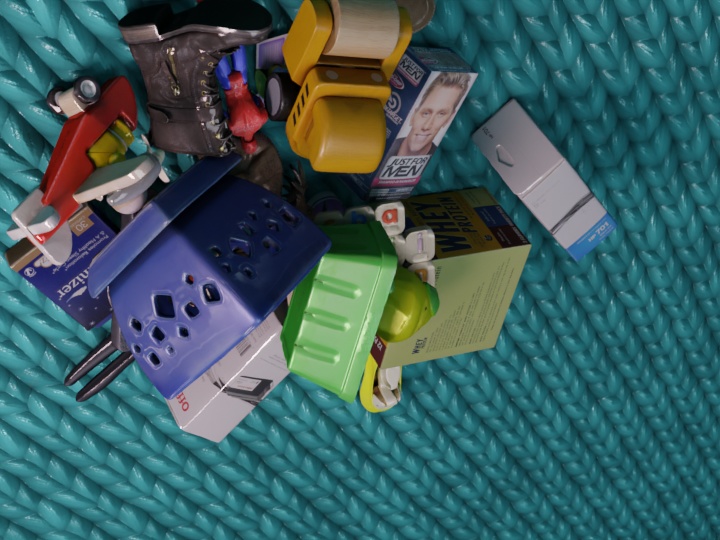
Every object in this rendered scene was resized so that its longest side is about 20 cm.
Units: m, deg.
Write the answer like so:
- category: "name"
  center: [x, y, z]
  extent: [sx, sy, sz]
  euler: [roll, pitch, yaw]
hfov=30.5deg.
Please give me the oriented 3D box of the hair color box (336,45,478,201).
- category: "hair color box"
  center: [0.059, -0.187, 1.696]
  extent: [0.099, 0.061, 0.201]
  euler: [-8, 135, -48]

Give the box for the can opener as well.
- category: "can opener"
  center: [-0.311, 0.100, 1.743]
  extent: [0.199, 0.064, 0.079]
  euler: [-33, 169, 13]

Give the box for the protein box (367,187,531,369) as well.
- category: "protein box"
  center: [0.104, 0.009, 1.878]
  extent: [0.198, 0.135, 0.200]
  euler: [-9, 134, -28]

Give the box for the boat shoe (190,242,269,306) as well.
- category: "boat shoe"
  center: [-0.167, 0.001, 1.677]
  extent: [0.198, 0.072, 0.062]
  euler: [-11, 154, 38]

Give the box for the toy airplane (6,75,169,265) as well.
- category: "toy airplane"
  center: [-0.295, -0.095, 1.443]
  extent: [0.140, 0.201, 0.199]
  euler: [31, 110, -35]

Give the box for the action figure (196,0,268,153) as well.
- category: "action figure"
  center: [-0.154, -0.235, 1.521]
  extent: [0.064, 0.099, 0.202]
  euler: [-18, 116, -14]

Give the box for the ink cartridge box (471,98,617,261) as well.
- category: "ink cartridge box"
  center: [0.258, -0.124, 1.845]
  extent: [0.086, 0.147, 0.200]
  euler: [-39, 141, 8]

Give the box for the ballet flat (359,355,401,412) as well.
- category: "ballet flat"
  center: [0.038, 0.170, 2.047]
  extent: [0.066, 0.067, 0.202]
  euler: [-19, 138, -20]

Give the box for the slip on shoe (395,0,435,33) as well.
- category: "slip on shoe"
  center: [0.016, -0.319, 1.535]
  extent: [0.198, 0.060, 0.077]
  euler: [14, 98, -39]

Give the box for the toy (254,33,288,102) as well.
- category: "toy"
  center: [-0.031, -0.243, 1.601]
  extent: [0.198, 0.047, 0.116]
  euler: [-17, 139, -20]

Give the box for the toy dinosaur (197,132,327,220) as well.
- category: "toy dinosaur"
  center: [-0.121, -0.116, 1.640]
  extent: [0.134, 0.086, 0.201]
  euler: [-25, 135, -12]

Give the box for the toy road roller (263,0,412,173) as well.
- category: "toy road roller"
  center: [-0.017, -0.201, 1.490]
  extent: [0.121, 0.147, 0.201]
  euler: [-1, 142, -28]

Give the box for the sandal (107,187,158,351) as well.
- category: "sandal"
  center: [-0.278, -0.003, 1.623]
  extent: [0.076, 0.042, 0.203]
  euler: [0, 99, -59]

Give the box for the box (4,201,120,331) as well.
- category: "box"
  center: [-0.333, 0.001, 1.645]
  extent: [0.121, 0.033, 0.200]
  euler: [-37, 142, 2]

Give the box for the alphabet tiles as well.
- category: "alphabet tiles"
  center: [0.000, 0.000, 1.710]
  extent: [0.197, 0.015, 0.198]
  euler: [-9, 126, -8]

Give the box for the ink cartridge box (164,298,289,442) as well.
- category: "ink cartridge box"
  center: [-0.176, 0.107, 1.772]
  extent: [0.200, 0.145, 0.084]
  euler: [-44, 140, 13]

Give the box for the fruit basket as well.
- category: "fruit basket"
  center: [0.015, 0.049, 1.650]
  extent: [0.212, 0.156, 0.219]
  euler: [-4, 114, -9]

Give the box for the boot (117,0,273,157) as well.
- category: "boot"
  center: [-0.167, -0.205, 1.453]
  extent: [0.069, 0.197, 0.176]
  euler: [-58, 142, -46]

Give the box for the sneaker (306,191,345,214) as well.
- category: "sneaker"
  center: [-0.054, 0.007, 1.784]
  extent: [0.072, 0.115, 0.202]
  euler: [-10, 136, -29]

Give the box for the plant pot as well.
- category: "plant pot"
  center: [-0.181, -0.007, 1.509]
  extent: [0.200, 0.180, 0.200]
  euler: [-39, -174, 37]
